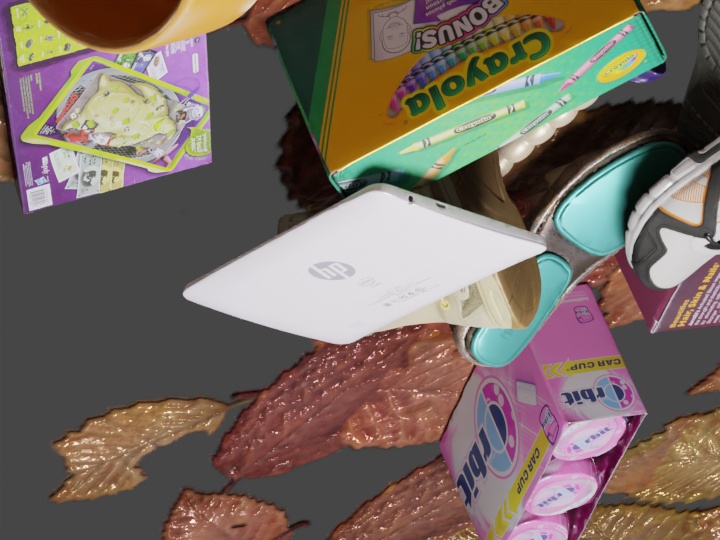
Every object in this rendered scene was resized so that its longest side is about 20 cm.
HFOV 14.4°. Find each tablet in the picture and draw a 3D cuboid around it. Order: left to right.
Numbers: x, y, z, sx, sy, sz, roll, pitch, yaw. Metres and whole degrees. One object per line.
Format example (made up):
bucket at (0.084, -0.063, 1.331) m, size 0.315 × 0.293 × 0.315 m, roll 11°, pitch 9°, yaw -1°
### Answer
tablet at (0.000, 0.000, 1.689) m, size 0.130 × 0.014 × 0.200 m, roll 17°, pitch 151°, yaw -34°

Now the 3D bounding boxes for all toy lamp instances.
toy lamp at (0.102, -0.081, 1.786) m, size 0.200 × 0.058 × 0.058 m, roll -41°, pitch 143°, yaw 27°

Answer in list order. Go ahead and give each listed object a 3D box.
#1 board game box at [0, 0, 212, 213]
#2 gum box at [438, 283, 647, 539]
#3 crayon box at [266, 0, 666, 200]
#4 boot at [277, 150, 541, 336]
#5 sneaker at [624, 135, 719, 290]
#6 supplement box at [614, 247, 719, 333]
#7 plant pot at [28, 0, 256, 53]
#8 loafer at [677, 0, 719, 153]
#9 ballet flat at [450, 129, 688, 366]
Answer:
board game box at (-0.146, -0.114, 1.618) m, size 0.120 × 0.032 × 0.200 m, roll -12°, pitch 147°, yaw -10°
gum box at (0.126, 0.117, 2.037) m, size 0.066 × 0.114 × 0.200 m, roll -7°, pitch 145°, yaw -23°
crayon box at (0.059, -0.131, 1.630) m, size 0.200 × 0.119 × 0.058 m, roll -27°, pitch 147°, yaw 8°
boot at (0.012, -0.046, 1.759) m, size 0.155 × 0.073 × 0.200 m, roll -7°, pitch 121°, yaw 30°
sneaker at (0.239, -0.045, 1.769) m, size 0.074 × 0.080 × 0.200 m, roll -5°, pitch 146°, yaw -43°
supplement box at (0.285, -0.032, 1.940) m, size 0.200 × 0.086 × 0.110 m, roll -6°, pitch 145°, yaw -24°
plant pot at (-0.063, -0.221, 1.381) m, size 0.183 × 0.200 × 0.200 m, roll -18°, pitch 151°, yaw -37°
loafer at (0.254, -0.134, 1.798) m, size 0.070 × 0.075 × 0.200 m, roll -22°, pitch 154°, yaw -23°
ballet flat at (0.127, -0.027, 1.852) m, size 0.200 × 0.067 × 0.068 m, roll -44°, pitch 123°, yaw 7°
